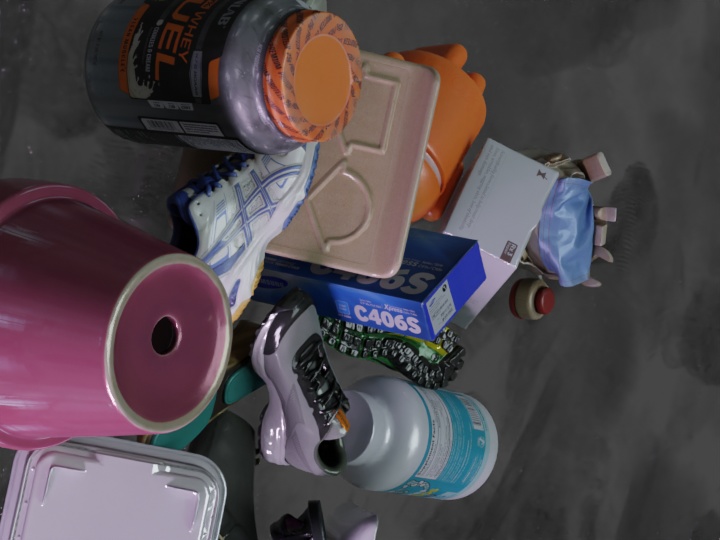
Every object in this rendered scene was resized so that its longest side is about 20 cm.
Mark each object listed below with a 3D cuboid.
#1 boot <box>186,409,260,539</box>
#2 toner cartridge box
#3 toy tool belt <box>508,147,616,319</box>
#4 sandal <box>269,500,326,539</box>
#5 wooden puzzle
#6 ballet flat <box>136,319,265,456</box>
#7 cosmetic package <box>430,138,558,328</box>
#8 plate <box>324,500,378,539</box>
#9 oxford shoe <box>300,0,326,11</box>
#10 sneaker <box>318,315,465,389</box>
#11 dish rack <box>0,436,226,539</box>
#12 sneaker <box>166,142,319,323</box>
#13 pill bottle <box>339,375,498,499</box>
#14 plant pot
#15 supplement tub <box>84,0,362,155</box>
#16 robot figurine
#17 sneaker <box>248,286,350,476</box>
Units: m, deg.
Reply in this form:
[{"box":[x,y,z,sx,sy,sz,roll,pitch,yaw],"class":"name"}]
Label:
[{"box":[-0.104,0.217,1.426,0.200,0.077,0.139,63,37,-49],"class":"boot"},{"box":[0.000,0.000,1.405,0.095,0.200,0.043,-46,134,-39],"class":"toner cartridge box"},{"box":[0.219,-0.035,1.757,0.125,0.123,0.201,-23,115,-49],"class":"toy tool belt"},{"box":[-0.058,0.251,1.433,0.200,0.048,0.076,118,-35,-73],"class":"sandal"},{"box":[-0.047,-0.101,1.362,0.046,0.199,0.186,108,-6,-84],"class":"wooden puzzle"},{"box":[-0.137,0.098,1.359,0.200,0.063,0.069,-32,144,-51],"class":"ballet flat"},{"box":[0.112,-0.032,1.561,0.113,0.081,0.200,-64,180,-23],"class":"cosmetic package"},{"box":[-0.031,0.315,1.487,0.200,0.032,0.201,154,-52,-81],"class":"plate"},{"box":[-0.048,-0.148,1.418,0.075,0.058,0.201,34,66,-76],"class":"oxford shoe"},{"box":[0.004,0.053,1.536,0.200,0.085,0.078,35,80,-35],"class":"sneaker"},{"box":[-0.197,0.231,1.240,0.171,0.044,0.201,12,85,-12],"class":"dish rack"},{"box":[-0.104,-0.055,1.280,0.088,0.075,0.200,28,83,-32],"class":"sneaker"},{"box":[0.041,0.162,1.569,0.200,0.111,0.111,18,83,-52],"class":"pill bottle"},{"box":[-0.200,0.040,1.167,0.200,0.179,0.201,-15,109,-50],"class":"plant pot"},{"box":[-0.105,-0.153,1.238,0.122,0.200,0.123,-13,107,-52],"class":"supplement tub"},{"box":[0.042,-0.126,1.512,0.200,0.116,0.144,-59,168,-28],"class":"robot figurine"},{"box":[-0.044,0.096,1.373,0.074,0.079,0.201,-46,146,-37],"class":"sneaker"}]
